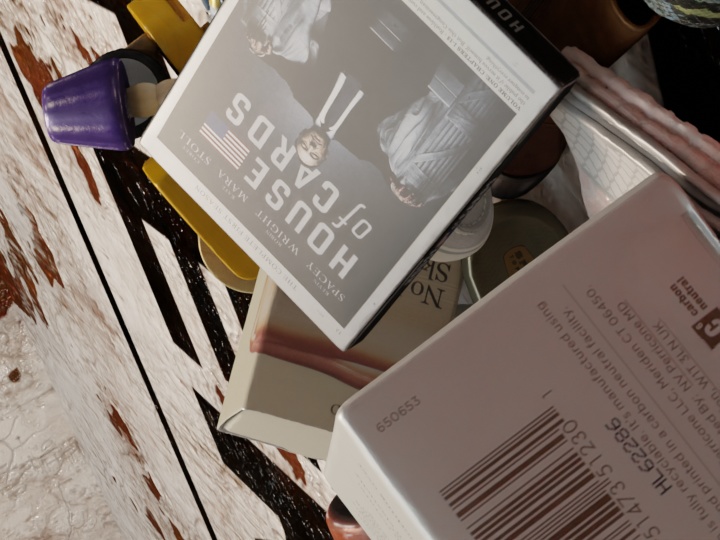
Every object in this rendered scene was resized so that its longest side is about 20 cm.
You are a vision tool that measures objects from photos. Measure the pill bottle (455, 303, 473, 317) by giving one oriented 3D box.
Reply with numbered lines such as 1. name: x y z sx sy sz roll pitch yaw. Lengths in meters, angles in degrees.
1. pill bottle: 0.068 0.125 1.093 0.116 0.116 0.200 47 157 38

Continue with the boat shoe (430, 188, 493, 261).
1. boat shoe: 0.019 -0.097 0.820 0.068 0.072 0.200 -9 106 56

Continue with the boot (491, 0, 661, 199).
1. boot: 0.047 -0.141 0.831 0.188 0.068 0.200 57 161 13

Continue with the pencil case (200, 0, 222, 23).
1. pencil case: -0.094 -0.216 1.070 0.083 0.091 0.200 18 -162 -41

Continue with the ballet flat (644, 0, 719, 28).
1. ballet flat: 0.089 -0.168 0.683 0.200 0.074 0.074 57 162 25

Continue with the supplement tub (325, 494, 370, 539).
1. supplement tub: 0.056 0.249 1.329 0.107 0.107 0.200 17 133 65

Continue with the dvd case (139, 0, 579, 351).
1. dvd case: -0.009 -0.073 0.796 0.150 0.025 0.200 45 132 8

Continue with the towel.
1. towel: 0.162 0.015 0.753 0.200 0.032 0.191 44 168 44

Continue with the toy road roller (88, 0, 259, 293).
1. toy road roller: -0.081 -0.098 1.127 0.200 0.146 0.123 52 179 -8

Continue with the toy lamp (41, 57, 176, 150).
1. toy lamp: -0.088 -0.107 1.032 0.058 0.200 0.058 -9 -90 -88

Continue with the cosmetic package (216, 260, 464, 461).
1. cosmetic package: 0.000 0.000 0.939 0.087 0.103 0.200 136 149 -72

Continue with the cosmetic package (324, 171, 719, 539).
1. cosmetic package: 0.097 0.091 0.739 0.167 0.166 0.200 52 170 8

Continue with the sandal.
1. sandal: 0.117 0.054 0.887 0.200 0.080 0.054 59 177 -4
